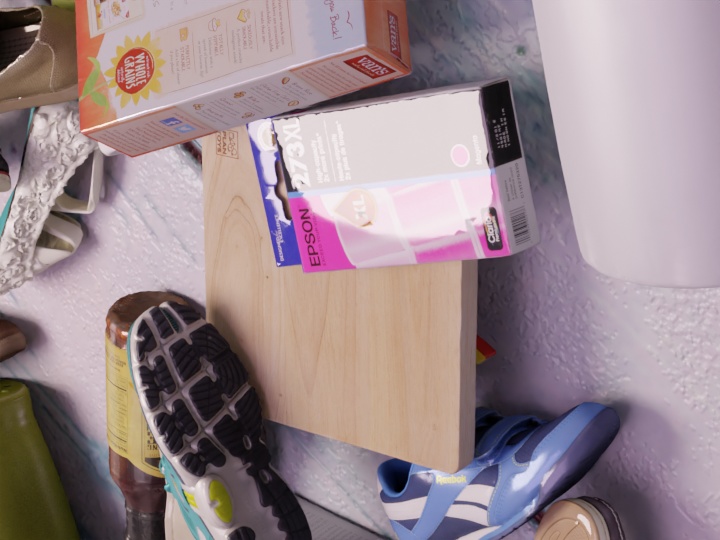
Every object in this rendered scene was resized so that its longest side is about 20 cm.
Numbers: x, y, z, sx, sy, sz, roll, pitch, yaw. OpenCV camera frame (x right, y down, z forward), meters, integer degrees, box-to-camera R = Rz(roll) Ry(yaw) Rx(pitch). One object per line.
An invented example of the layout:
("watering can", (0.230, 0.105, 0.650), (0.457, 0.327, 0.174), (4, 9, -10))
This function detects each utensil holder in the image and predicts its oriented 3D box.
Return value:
("utensil holder", (0.170, -0.113, 1.053), (0.169, 0.170, 0.201), (7, 117, 38))

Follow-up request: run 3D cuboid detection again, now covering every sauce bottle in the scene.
("sauce bottle", (-0.148, 0.114, 1.506), (0.066, 0.066, 0.201), (21, 126, 31))

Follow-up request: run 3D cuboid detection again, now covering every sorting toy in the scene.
("sorting toy", (0.000, 0.000, 1.310), (0.198, 0.069, 0.201), (13, 112, 35))

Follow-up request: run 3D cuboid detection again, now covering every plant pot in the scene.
("plant pot", (-0.302, 0.187, 1.600), (0.200, 0.200, 0.194), (0, 99, 40))

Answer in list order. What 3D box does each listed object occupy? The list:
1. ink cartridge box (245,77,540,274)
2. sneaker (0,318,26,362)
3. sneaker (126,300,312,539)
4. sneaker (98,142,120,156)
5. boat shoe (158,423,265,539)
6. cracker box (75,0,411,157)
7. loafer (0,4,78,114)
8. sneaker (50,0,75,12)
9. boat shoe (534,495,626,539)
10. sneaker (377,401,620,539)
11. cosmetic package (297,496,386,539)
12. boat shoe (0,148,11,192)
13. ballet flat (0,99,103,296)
("ink cartridge box", (0.008, -0.051, 1.220), (0.199, 0.037, 0.095), (-5, 101, 42))
("sneaker", (-0.338, 0.046, 1.627), (0.199, 0.070, 0.076), (-10, 101, 42))
("sneaker", (-0.105, 0.117, 1.345), (0.079, 0.077, 0.201), (-4, 111, 51))
("sneaker", (-0.104, -0.146, 1.345), (0.200, 0.075, 0.089), (-33, 78, 37))
("boat shoe", (-0.097, 0.126, 1.466), (0.072, 0.060, 0.201), (15, 122, 21))
("cracker box", (-0.072, -0.158, 1.238), (0.199, 0.058, 0.135), (-14, 70, 28))
("loafer", (-0.259, -0.136, 1.389), (0.199, 0.067, 0.076), (-15, 58, 20))
("sneaker", (-0.161, -0.226, 1.339), (0.075, 0.076, 0.200), (46, 135, 11))
("boat shoe", (0.151, 0.221, 1.304), (0.072, 0.065, 0.201), (25, 129, 52))
("sneaker", (0.078, 0.122, 1.311), (0.200, 0.074, 0.082), (-38, 82, 43))
("cosmetic package", (-0.009, 0.293, 1.434), (0.199, 0.123, 0.200), (20, 123, 31))
("boat shoe", (-0.291, -0.086, 1.489), (0.200, 0.071, 0.063), (-172, 89, -66))
("ballet flat", (-0.220, -0.044, 1.491), (0.072, 0.072, 0.200), (42, 134, 16))
